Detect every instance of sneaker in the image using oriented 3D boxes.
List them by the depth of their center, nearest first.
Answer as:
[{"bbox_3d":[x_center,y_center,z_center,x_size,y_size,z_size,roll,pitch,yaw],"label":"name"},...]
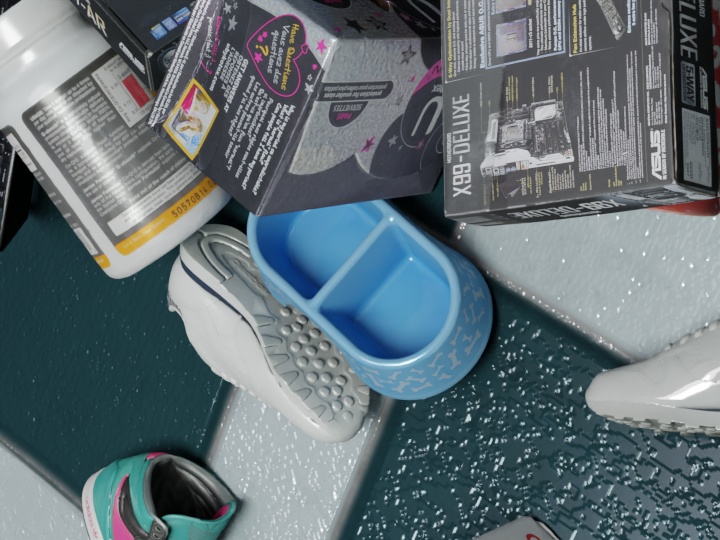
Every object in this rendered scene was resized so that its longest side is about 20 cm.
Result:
[{"bbox_3d":[0.231,0.060,1.117,0.198,0.076,0.081,-5,81,32],"label":"sneaker"},{"bbox_3d":[-0.069,0.057,1.328,0.200,0.076,0.081,49,131,27],"label":"sneaker"},{"bbox_3d":[-0.135,0.225,1.393,0.121,0.083,0.201,-37,72,43],"label":"sneaker"}]

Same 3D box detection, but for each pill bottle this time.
[{"bbox_3d":[-0.190,-0.104,1.310,0.116,0.116,0.201,-28,102,35],"label":"pill bottle"}]

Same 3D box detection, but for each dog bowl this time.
[{"bbox_3d":[0.000,0.000,1.256,0.112,0.050,0.200,-48,64,1],"label":"dog bowl"}]

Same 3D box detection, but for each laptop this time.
[{"bbox_3d":[-0.307,-0.131,1.461,0.199,0.103,0.179,22,107,32],"label":"laptop"}]

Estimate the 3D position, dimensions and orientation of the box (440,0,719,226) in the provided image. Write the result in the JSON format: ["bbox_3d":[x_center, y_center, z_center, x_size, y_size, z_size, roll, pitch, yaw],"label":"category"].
[{"bbox_3d":[0.119,-0.132,1.027,0.157,0.050,0.202,-8,81,40],"label":"box"}]

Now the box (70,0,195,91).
[{"bbox_3d":[-0.112,-0.237,1.261,0.160,0.199,0.044,48,161,22],"label":"box"}]

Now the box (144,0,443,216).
[{"bbox_3d":[-0.018,-0.125,1.189,0.115,0.199,0.133,38,116,25],"label":"box"}]

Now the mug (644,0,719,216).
[{"bbox_3d":[0.153,-0.148,1.090,0.133,0.176,0.202,-131,52,-74],"label":"mug"}]

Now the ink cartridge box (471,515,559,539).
[{"bbox_3d":[0.086,0.255,1.159,0.147,0.199,0.083,44,121,24],"label":"ink cartridge box"}]
